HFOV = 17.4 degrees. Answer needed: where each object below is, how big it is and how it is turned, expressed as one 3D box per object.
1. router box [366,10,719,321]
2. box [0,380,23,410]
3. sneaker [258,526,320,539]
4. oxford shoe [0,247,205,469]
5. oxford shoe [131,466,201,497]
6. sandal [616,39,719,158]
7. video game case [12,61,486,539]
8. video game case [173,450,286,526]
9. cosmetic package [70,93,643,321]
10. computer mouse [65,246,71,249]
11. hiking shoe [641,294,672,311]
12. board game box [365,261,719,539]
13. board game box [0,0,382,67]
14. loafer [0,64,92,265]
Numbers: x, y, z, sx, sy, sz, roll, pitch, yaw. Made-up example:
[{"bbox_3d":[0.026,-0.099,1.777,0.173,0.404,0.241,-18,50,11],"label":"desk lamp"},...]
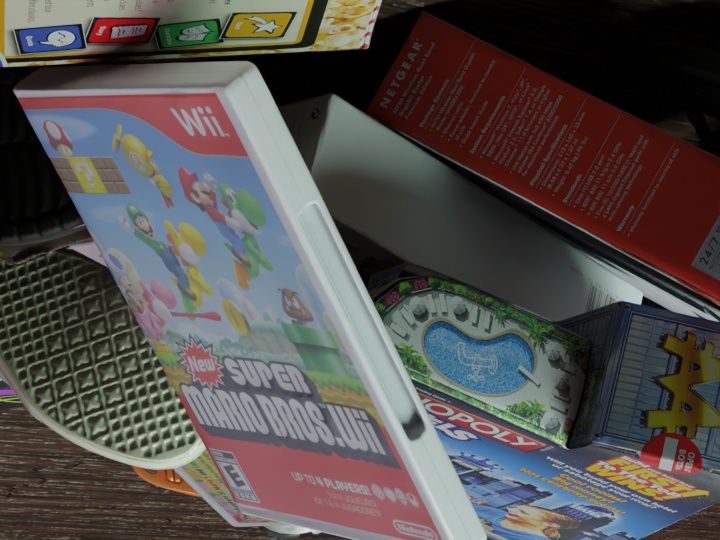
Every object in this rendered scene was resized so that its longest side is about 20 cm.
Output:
[{"bbox_3d":[0.120,-0.022,0.981,0.179,0.049,0.200,30,180,29],"label":"router box"},{"bbox_3d":[-0.242,0.050,1.246,0.199,0.036,0.143,-11,163,32],"label":"box"},{"bbox_3d":[0.022,0.091,1.432,0.199,0.066,0.091,-20,126,-24],"label":"sneaker"},{"bbox_3d":[-0.139,0.026,1.047,0.199,0.075,0.058,28,170,24],"label":"oxford shoe"},{"bbox_3d":[-0.058,0.115,1.487,0.199,0.072,0.073,1,166,-24],"label":"oxford shoe"},{"bbox_3d":[0.187,-0.038,0.961,0.199,0.045,0.075,30,179,18],"label":"sandal"},{"bbox_3d":[-0.042,0.015,0.860,0.017,0.201,0.143,-39,-155,-29],"label":"video game case"},{"bbox_3d":[-0.024,0.088,1.248,0.181,0.024,0.200,-4,151,21],"label":"video game case"},{"bbox_3d":[0.000,0.000,1.004,0.199,0.052,0.150,30,156,-37],"label":"cosmetic package"},{"bbox_3d":[-0.086,-0.030,1.092,0.198,0.034,0.059,-5,-177,11],"label":"computer mouse"},{"bbox_3d":[0.090,0.052,1.131,0.199,0.075,0.087,-33,132,7],"label":"hiking shoe"},{"bbox_3d":[0.064,0.051,0.930,0.199,0.062,0.200,24,157,-23],"label":"board game box"},{"bbox_3d":[-0.085,-0.117,0.775,0.198,0.047,0.152,-3,162,-10],"label":"board game box"},{"bbox_3d":[-0.149,-0.039,0.979,0.199,0.074,0.071,-8,170,35],"label":"loafer"}]
